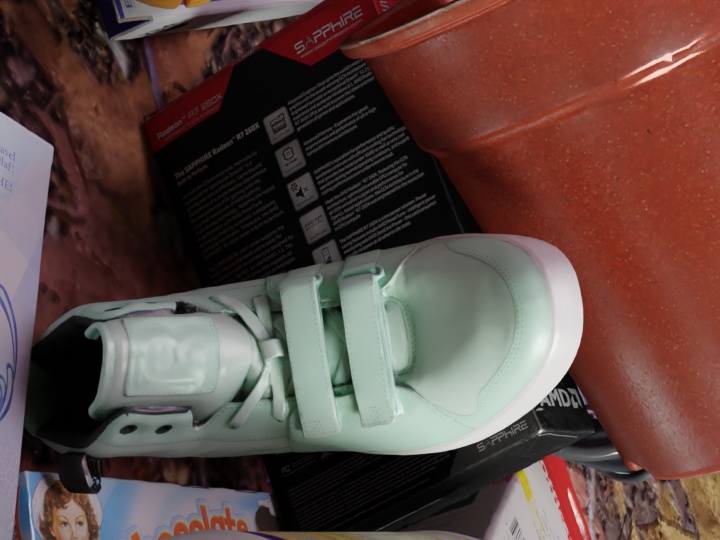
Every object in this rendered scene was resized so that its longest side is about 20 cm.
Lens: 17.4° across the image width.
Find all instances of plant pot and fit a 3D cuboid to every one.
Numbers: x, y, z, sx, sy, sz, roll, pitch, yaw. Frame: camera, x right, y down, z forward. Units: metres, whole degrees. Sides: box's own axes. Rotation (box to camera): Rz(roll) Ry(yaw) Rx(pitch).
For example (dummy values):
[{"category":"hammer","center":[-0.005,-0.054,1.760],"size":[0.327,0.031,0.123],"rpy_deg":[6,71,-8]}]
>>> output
[{"category":"plant pot","center":[0.123,-0.042,0.868],"size":[0.196,0.200,0.201],"rpy_deg":[63,32,-9]}]

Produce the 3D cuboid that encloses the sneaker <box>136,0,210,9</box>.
[{"category":"sneaker","center":[-0.118,-0.161,0.871],"size":[0.200,0.077,0.078],"rpy_deg":[16,73,-28]}]

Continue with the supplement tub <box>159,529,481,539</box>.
[{"category":"supplement tub","center":[-0.002,0.162,0.811],"size":[0.200,0.145,0.146],"rpy_deg":[9,69,-56]}]

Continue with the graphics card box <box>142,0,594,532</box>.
[{"category":"graphics card box","center":[0.000,0.000,0.944],"size":[0.051,0.125,0.200],"rpy_deg":[9,55,-57]}]

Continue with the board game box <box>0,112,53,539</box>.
[{"category":"board game box","center":[-0.187,0.007,0.756],"size":[0.200,0.043,0.199],"rpy_deg":[35,48,-46]}]

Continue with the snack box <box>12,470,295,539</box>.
[{"category":"snack box","center":[-0.068,0.141,0.891],"size":[0.200,0.037,0.117],"rpy_deg":[13,65,-55]}]

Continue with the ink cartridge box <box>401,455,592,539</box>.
[{"category":"ink cartridge box","center":[0.060,0.148,1.037],"size":[0.200,0.067,0.116],"rpy_deg":[-45,117,-73]}]

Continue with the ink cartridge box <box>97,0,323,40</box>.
[{"category":"ink cartridge box","center":[-0.075,-0.155,1.014],"size":[0.200,0.039,0.100],"rpy_deg":[-16,90,-60]}]

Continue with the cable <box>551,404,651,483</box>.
[{"category":"cable","center":[0.116,0.001,1.015],"size":[0.051,0.163,0.200],"rpy_deg":[-96,179,-65]}]

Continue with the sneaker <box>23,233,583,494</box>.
[{"category":"sneaker","center":[-0.027,0.034,0.815],"size":[0.118,0.200,0.074],"rpy_deg":[1,76,-55]}]
